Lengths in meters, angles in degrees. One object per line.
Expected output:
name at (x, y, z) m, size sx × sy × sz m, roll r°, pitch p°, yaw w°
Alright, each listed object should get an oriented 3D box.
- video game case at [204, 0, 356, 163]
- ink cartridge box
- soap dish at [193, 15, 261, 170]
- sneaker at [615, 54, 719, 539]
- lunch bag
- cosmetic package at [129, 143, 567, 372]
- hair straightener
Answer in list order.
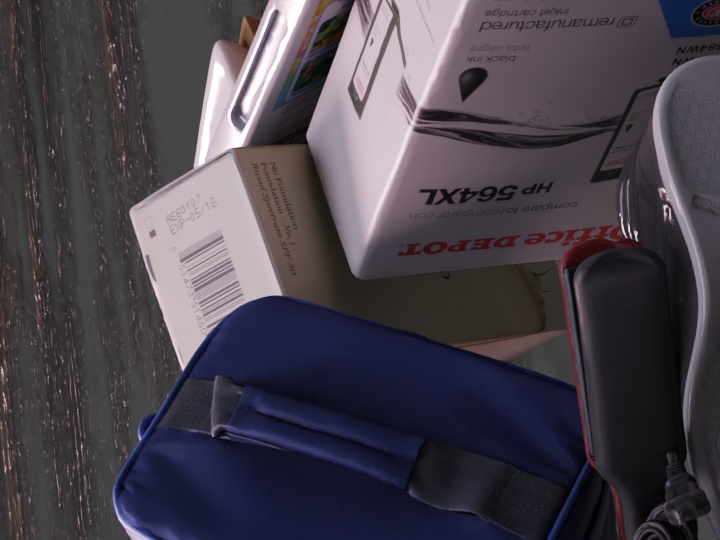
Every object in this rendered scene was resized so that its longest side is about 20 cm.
video game case at (0.031, -0.129, 1.249) m, size 0.024 × 0.200 × 0.182 m, roll 51°, pitch 150°, yaw 15°
ink cartridge box at (0.075, -0.090, 1.161) m, size 0.200 × 0.145 × 0.085 m, roll 111°, pitch 147°, yaw -51°
soap dish at (-0.038, -0.031, 1.642) m, size 0.200 × 0.081 × 0.158 m, roll -115°, pitch 30°, yaw -53°
sneaker at (0.146, 0.024, 1.089) m, size 0.099 × 0.070 × 0.201 m, roll 109°, pitch 151°, yaw -83°
lunch bag at (0.000, 0.096, 1.117) m, size 0.133 × 0.199 × 0.136 m, roll 80°, pitch -148°, yaw -49°
cosmetic package at (0.000, 0.000, 1.281) m, size 0.073 × 0.200 × 0.104 m, roll -28°, pitch 77°, yaw 38°
hair straightener at (0.101, 0.090, 1.028) m, size 0.077 × 0.041 × 0.201 m, roll -137°, pitch 44°, yaw -84°
